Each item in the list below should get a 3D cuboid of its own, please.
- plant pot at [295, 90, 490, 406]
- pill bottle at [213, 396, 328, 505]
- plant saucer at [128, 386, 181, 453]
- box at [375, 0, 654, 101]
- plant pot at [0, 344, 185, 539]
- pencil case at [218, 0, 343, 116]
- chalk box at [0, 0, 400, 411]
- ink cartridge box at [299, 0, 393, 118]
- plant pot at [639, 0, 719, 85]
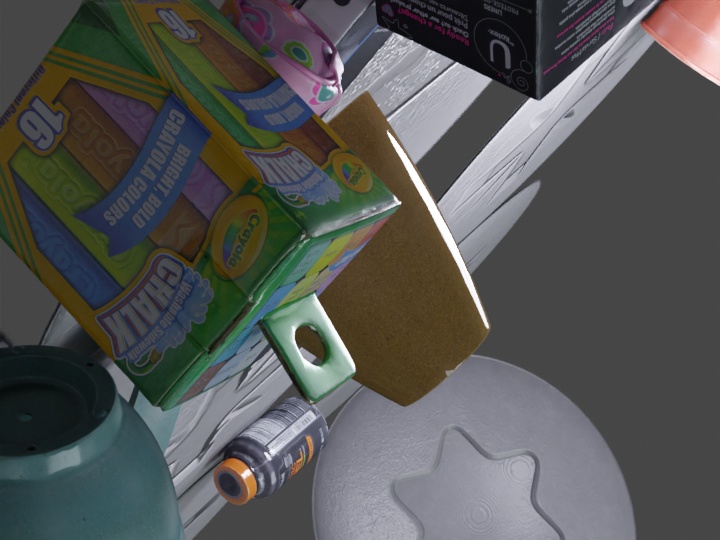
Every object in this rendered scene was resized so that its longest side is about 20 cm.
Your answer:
[{"bbox_3d":[0.000,0.000,1.119,0.186,0.200,0.186,-41,-177,2],"label":"plant pot"},{"bbox_3d":[-0.147,0.292,2.338,0.200,0.106,0.106,-37,169,-46],"label":"pill bottle"},{"bbox_3d":[-0.166,0.109,1.177,0.201,0.038,0.203,-160,-90,-83],"label":"plant saucer"},{"bbox_3d":[0.115,-0.216,0.879,0.200,0.132,0.115,-41,144,-30],"label":"box"},{"bbox_3d":[-0.212,0.133,0.938,0.200,0.199,0.135,-37,138,-47],"label":"plant pot"},{"bbox_3d":[-0.093,-0.063,0.841,0.200,0.087,0.087,-50,171,23],"label":"pencil case"},{"bbox_3d":[-0.073,-0.023,0.725,0.124,0.200,0.124,-48,172,22],"label":"chalk box"},{"bbox_3d":[-0.014,-0.156,0.959,0.200,0.039,0.099,-50,171,23],"label":"ink cartridge box"},{"bbox_3d":[0.565,-0.405,2.248,0.196,0.200,0.201,-57,169,20],"label":"plant pot"}]
